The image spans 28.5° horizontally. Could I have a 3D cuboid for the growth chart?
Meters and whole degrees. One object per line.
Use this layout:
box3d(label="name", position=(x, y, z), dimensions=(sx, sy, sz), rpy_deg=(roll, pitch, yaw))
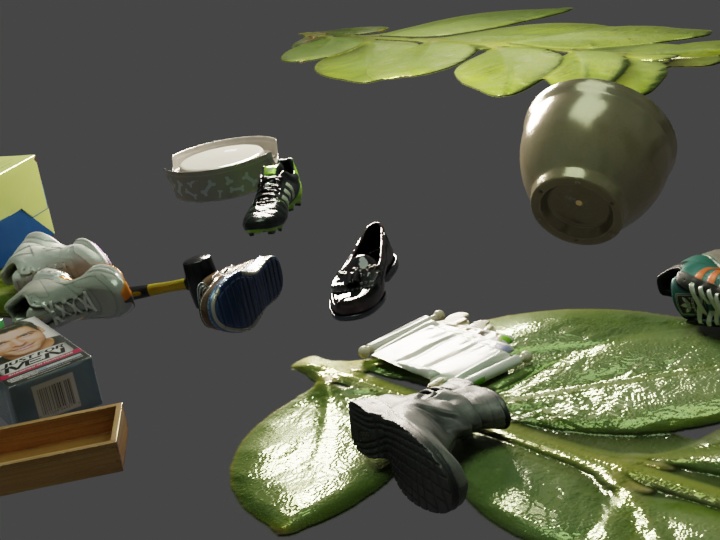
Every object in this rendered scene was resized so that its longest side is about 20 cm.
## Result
box3d(label="growth chart", position=(0.091, 0.085, 1.513), dimensions=(0.143, 0.018, 0.199), rpy_deg=(-19, 21, -26))

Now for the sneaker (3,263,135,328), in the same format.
box3d(label="sneaker", position=(-0.373, 0.046, 1.813), dimensions=(0.198, 0.076, 0.092), rpy_deg=(-5, 25, 40))

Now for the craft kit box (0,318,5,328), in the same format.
box3d(label="craft kit box", position=(-0.555, 0.122, 1.716), dimensions=(0.195, 0.049, 0.200), rpy_deg=(-3, 20, 12))

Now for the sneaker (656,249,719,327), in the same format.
box3d(label="sneaker", position=(0.365, 0.033, 1.448), dimensions=(0.079, 0.072, 0.200), rpy_deg=(-16, 14, -4))

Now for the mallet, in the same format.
box3d(label="mallet", position=(-0.263, 0.034, 1.837), dimensions=(0.198, 0.066, 0.041), rpy_deg=(-17, 12, 30))

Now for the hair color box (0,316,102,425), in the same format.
box3d(label="hair color box", position=(-0.377, 0.116, 1.608), dimensions=(0.098, 0.061, 0.199), rpy_deg=(-20, 20, -26))

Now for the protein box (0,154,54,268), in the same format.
box3d(label="protein box", position=(-0.620, -0.081, 2.190), dimensions=(0.198, 0.136, 0.199), rpy_deg=(-1, 21, 24))

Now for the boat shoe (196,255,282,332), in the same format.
box3d(label="boat shoe", position=(-0.159, 0.034, 1.729), dimensions=(0.072, 0.073, 0.200), rpy_deg=(-9, 8, 19))

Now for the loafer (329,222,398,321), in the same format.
box3d(label="loafer", position=(0.000, 0.000, 1.736), dimensions=(0.071, 0.064, 0.200), rpy_deg=(-5, 19, 15))

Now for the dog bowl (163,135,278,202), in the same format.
box3d(label="dog bowl", position=(-0.226, -0.167, 2.350), dimensions=(0.197, 0.059, 0.200), rpy_deg=(-9, 19, 3))

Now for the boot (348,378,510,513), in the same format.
box3d(label="boot", position=(0.082, 0.144, 1.278), dimensions=(0.130, 0.071, 0.200), rpy_deg=(-12, 22, -21))

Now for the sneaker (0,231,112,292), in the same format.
box3d(label="sneaker", position=(-0.420, 0.004, 1.971), dimensions=(0.198, 0.075, 0.100), rpy_deg=(6, 43, 41))

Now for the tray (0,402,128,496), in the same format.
box3d(label="tray", position=(-0.335, 0.186, 1.421), dimensions=(0.197, 0.037, 0.099), rpy_deg=(-11, 18, -3))

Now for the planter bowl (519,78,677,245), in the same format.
box3d(label="planter bowl", position=(0.284, -0.119, 1.774), dimensions=(0.198, 0.201, 0.136), rpy_deg=(1, 48, 29))

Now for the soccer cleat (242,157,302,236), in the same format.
box3d(label="soccer cleat", position=(-0.133, -0.109, 2.096), dimensions=(0.067, 0.082, 0.200), rpy_deg=(-5, 19, 14))
